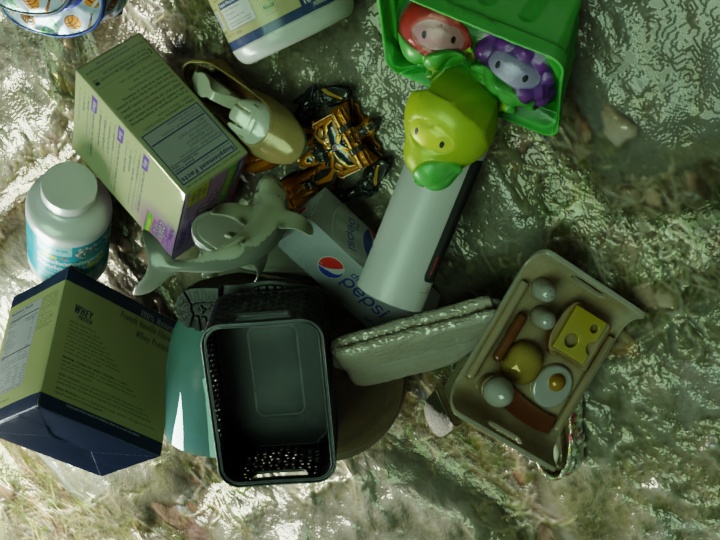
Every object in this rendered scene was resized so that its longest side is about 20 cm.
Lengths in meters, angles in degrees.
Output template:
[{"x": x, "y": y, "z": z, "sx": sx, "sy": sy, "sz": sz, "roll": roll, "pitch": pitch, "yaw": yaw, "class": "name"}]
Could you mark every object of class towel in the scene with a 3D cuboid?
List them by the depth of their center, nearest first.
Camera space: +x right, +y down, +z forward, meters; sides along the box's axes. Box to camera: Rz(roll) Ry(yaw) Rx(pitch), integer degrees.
[{"x": 0.071, "y": 0.082, "z": 1.289, "sx": 0.198, "sy": 0.133, "sz": 0.035, "roll": -15, "pitch": 65, "yaw": 7, "class": "towel"}]

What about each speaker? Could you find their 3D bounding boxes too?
[{"x": 0.066, "y": -0.059, "z": 1.226, "sx": 0.081, "sy": 0.081, "sz": 0.202, "roll": 25, "pitch": 101, "yaw": 17, "class": "speaker"}]

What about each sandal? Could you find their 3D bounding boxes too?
[{"x": 0.149, "y": 0.141, "z": 1.345, "sx": 0.078, "sy": 0.069, "sz": 0.212, "roll": 66, "pitch": 151, "yaw": 13, "class": "sandal"}]

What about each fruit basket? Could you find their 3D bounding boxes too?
[{"x": 0.101, "y": -0.188, "z": 1.108, "sx": 0.214, "sy": 0.217, "sz": 0.156, "roll": 25, "pitch": 160, "yaw": 17, "class": "fruit basket"}]

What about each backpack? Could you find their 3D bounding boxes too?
[{"x": -0.358, "y": -0.372, "z": 1.321, "sx": 0.198, "sy": 0.154, "sz": 0.192, "roll": 12, "pitch": 131, "yaw": 21, "class": "backpack"}]

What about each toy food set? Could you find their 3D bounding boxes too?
[{"x": 0.203, "y": 0.097, "z": 1.207, "sx": 0.143, "sy": 0.060, "sz": 0.201, "roll": 30, "pitch": 93, "yaw": -17, "class": "toy food set"}]

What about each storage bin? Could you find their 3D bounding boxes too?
[{"x": -0.098, "y": 0.132, "z": 1.271, "sx": 0.134, "sy": 0.094, "sz": 0.202, "roll": -4, "pitch": 111, "yaw": 2, "class": "storage bin"}]

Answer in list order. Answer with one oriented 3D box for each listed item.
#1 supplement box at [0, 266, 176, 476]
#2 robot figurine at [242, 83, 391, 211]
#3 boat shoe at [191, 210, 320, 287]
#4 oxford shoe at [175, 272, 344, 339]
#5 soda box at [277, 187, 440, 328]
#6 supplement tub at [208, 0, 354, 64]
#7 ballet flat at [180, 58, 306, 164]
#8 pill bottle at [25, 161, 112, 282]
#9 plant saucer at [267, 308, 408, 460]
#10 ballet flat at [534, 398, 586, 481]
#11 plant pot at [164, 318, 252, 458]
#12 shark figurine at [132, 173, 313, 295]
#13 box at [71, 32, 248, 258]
[{"x": -0.369, "y": 0.139, "z": 1.508, "sx": 0.134, "sy": 0.201, "sz": 0.199, "roll": -22, "pitch": 141, "yaw": 36, "class": "supplement box"}, {"x": -0.059, "y": -0.131, "z": 1.321, "sx": 0.199, "sy": 0.058, "sz": 0.146, "roll": -22, "pitch": 103, "yaw": 37, "class": "robot figurine"}, {"x": -0.115, "y": -0.019, "z": 1.361, "sx": 0.198, "sy": 0.073, "sz": 0.062, "roll": 13, "pitch": 152, "yaw": -22, "class": "boat shoe"}, {"x": -0.111, "y": 0.032, "z": 1.332, "sx": 0.198, "sy": 0.084, "sz": 0.073, "roll": 7, "pitch": 111, "yaw": 11, "class": "oxford shoe"}, {"x": 0.000, "y": 0.000, "z": 1.319, "sx": 0.200, "sy": 0.064, "sz": 0.068, "roll": 42, "pitch": 131, "yaw": -17, "class": "soda box"}, {"x": -0.107, "y": -0.337, "z": 1.187, "sx": 0.144, "sy": 0.144, "sz": 0.201, "roll": -16, "pitch": 106, "yaw": 35, "class": "supplement tub"}, {"x": -0.142, "y": -0.184, "z": 1.296, "sx": 0.200, "sy": 0.063, "sz": 0.069, "roll": 40, "pitch": 109, "yaw": 34, "class": "ballet flat"}, {"x": -0.383, "y": -0.061, "z": 1.476, "sx": 0.111, "sy": 0.111, "sz": 0.200, "roll": 39, "pitch": 151, "yaw": 7, "class": "pill bottle"}, {"x": -0.029, "y": 0.139, "z": 1.372, "sx": 0.029, "sy": 0.199, "sz": 0.202, "roll": 21, "pitch": 134, "yaw": 67, "class": "plant saucer"}, {"x": 0.223, "y": 0.157, "z": 1.304, "sx": 0.075, "sy": 0.064, "sz": 0.202, "roll": -2, "pitch": 113, "yaw": 32, "class": "ballet flat"}, {"x": -0.157, "y": 0.121, "z": 1.431, "sx": 0.199, "sy": 0.200, "sz": 0.163, "roll": 7, "pitch": 111, "yaw": 27, "class": "plant pot"}, {"x": -0.138, "y": -0.017, "z": 1.249, "sx": 0.128, "sy": 0.214, "sz": 0.090, "roll": 34, "pitch": 141, "yaw": 28, "class": "shark figurine"}, {"x": -0.246, "y": -0.145, "z": 1.350, "sx": 0.200, "sy": 0.096, "sz": 0.176, "roll": 48, "pitch": 152, "yaw": 9, "class": "box"}]
